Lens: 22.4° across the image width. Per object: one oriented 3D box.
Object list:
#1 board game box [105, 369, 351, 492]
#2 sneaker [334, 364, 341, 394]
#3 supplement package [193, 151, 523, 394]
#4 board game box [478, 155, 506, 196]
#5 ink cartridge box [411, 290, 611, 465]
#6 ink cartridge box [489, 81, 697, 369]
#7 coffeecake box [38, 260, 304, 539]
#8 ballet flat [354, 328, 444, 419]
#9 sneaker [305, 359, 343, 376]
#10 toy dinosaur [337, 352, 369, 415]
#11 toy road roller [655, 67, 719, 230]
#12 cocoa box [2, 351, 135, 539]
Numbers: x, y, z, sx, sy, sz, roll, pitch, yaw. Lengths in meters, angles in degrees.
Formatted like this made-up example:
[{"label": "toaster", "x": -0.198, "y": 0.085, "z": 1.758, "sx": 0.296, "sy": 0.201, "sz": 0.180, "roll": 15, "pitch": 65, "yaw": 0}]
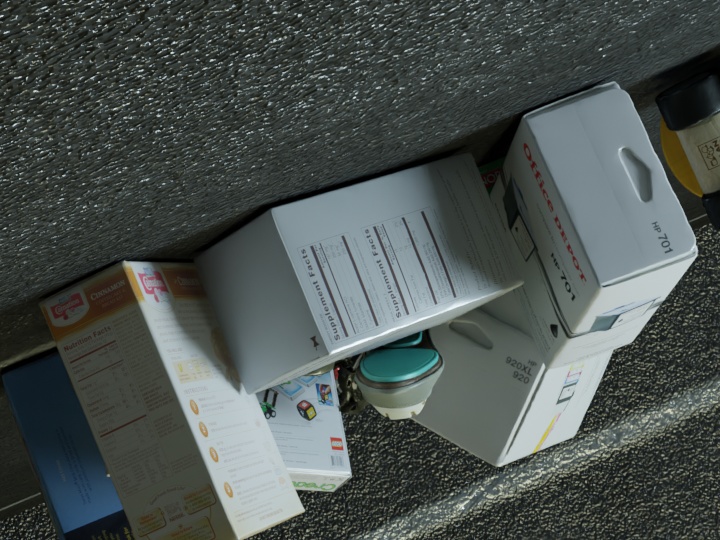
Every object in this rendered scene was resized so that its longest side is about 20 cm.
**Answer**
[{"label": "board game box", "x": -0.107, "y": 0.102, "z": 1.413, "sx": 0.199, "sy": 0.127, "sz": 0.035, "roll": 9, "pitch": 146, "yaw": -31}, {"label": "sneaker", "x": 0.043, "y": 0.172, "z": 3.094, "sx": 0.199, "sy": 0.083, "sz": 0.078, "roll": -22, "pitch": 174, "yaw": -19}, {"label": "supplement package", "x": 0.000, "y": 0.000, "z": 1.326, "sx": 0.199, "sy": 0.110, "sz": 0.114, "roll": -18, "pitch": 173, "yaw": -41}, {"label": "board game box", "x": 0.103, "y": -0.061, "z": 1.573, "sx": 0.134, "sy": 0.029, "sz": 0.200, "roll": -23, "pitch": 174, "yaw": 4}, {"label": "ink cartridge box", "x": 0.123, "y": 0.065, "z": 1.603, "sx": 0.200, "sy": 0.147, "sz": 0.145, "roll": -6, "pitch": 120, "yaw": -65}, {"label": "ink cartridge box", "x": 0.169, "y": -0.029, "z": 1.386, "sx": 0.085, "sy": 0.147, "sz": 0.200, "roll": -19, "pitch": 163, "yaw": -10}, {"label": "coffeecake box", "x": -0.128, "y": 0.098, "z": 1.272, "sx": 0.073, "sy": 0.201, "sz": 0.153, "roll": -25, "pitch": 173, "yaw": 14}, {"label": "ballet flat", "x": 0.033, "y": 0.081, "z": 1.415, "sx": 0.067, "sy": 0.064, "sz": 0.200, "roll": -3, "pitch": -165, "yaw": 4}, {"label": "sneaker", "x": -0.026, "y": 0.003, "z": 1.460, "sx": 0.074, "sy": 0.089, "sz": 0.200, "roll": 0, "pitch": -158, "yaw": 7}, {"label": "toy dinosaur", "x": -0.033, "y": 0.054, "z": 1.592, "sx": 0.199, "sy": 0.102, "sz": 0.136, "roll": -27, "pitch": 140, "yaw": -35}, {"label": "toy road roller", "x": 0.336, "y": -0.130, "z": 1.453, "sx": 0.199, "sy": 0.123, "sz": 0.146, "roll": -25, "pitch": -172, "yaw": 18}, {"label": "cocoa box", "x": -0.206, "y": 0.162, "z": 1.528, "sx": 0.131, "sy": 0.201, "sz": 0.133, "roll": -21, "pitch": 174, "yaw": -12}]
